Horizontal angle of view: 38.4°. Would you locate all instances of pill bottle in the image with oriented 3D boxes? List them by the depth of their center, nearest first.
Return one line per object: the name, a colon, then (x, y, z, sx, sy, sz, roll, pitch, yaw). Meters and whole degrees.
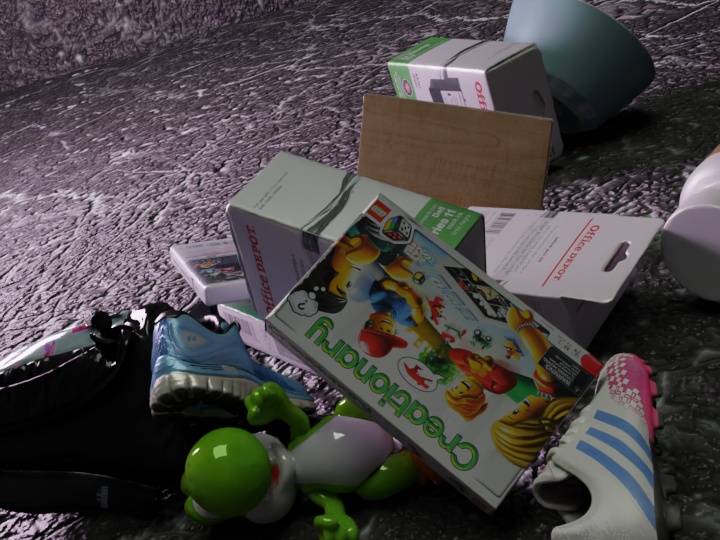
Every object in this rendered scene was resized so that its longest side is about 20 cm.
pill bottle: (0.340, -0.059, 0.886, 0.114, 0.115, 0.200, 7, 33, 42)

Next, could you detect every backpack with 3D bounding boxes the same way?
backpack: (-0.223, 0.119, 0.846, 0.199, 0.167, 0.127, -15, 6, 15)

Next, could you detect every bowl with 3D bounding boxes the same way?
bowl: (0.252, -0.244, 1.285, 0.201, 0.201, 0.105, 21, 77, 54)

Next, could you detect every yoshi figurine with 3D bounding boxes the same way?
yoshi figurine: (-0.039, 0.133, 0.732, 0.199, 0.112, 0.113, -18, 30, 3)

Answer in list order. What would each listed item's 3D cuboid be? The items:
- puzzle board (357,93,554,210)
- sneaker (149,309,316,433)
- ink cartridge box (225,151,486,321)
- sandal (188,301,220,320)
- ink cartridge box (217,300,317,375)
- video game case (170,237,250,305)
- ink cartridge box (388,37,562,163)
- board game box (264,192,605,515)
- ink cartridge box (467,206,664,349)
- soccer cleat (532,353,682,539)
puzzle board: (0.087, -0.088, 1.026, 0.199, 0.151, 0.017, 13, 17, 26)
sneaker: (-0.096, 0.076, 0.812, 0.078, 0.090, 0.200, -20, -22, 14)
ink cartridge box: (0.000, 0.000, 0.864, 0.200, 0.147, 0.083, 20, 52, 26)
sandal: (-0.120, 0.010, 1.116, 0.075, 0.048, 0.200, 5, 31, 39)
ink cartridge box: (-0.018, 0.020, 1.031, 0.200, 0.050, 0.161, -34, 29, -29)
video game case: (-0.081, -0.009, 1.063, 0.199, 0.023, 0.182, -8, 16, -19)
ink cartridge box: (0.138, -0.198, 1.258, 0.083, 0.147, 0.200, -31, 26, -23)
board game box: (0.049, 0.054, 0.712, 0.200, 0.035, 0.126, 38, 72, 11)
ink cartridge box: (0.158, 0.007, 0.900, 0.200, 0.068, 0.116, 7, 43, 42)
soccer cleat: (0.155, 0.117, 0.674, 0.086, 0.070, 0.200, -2, 28, 10)
